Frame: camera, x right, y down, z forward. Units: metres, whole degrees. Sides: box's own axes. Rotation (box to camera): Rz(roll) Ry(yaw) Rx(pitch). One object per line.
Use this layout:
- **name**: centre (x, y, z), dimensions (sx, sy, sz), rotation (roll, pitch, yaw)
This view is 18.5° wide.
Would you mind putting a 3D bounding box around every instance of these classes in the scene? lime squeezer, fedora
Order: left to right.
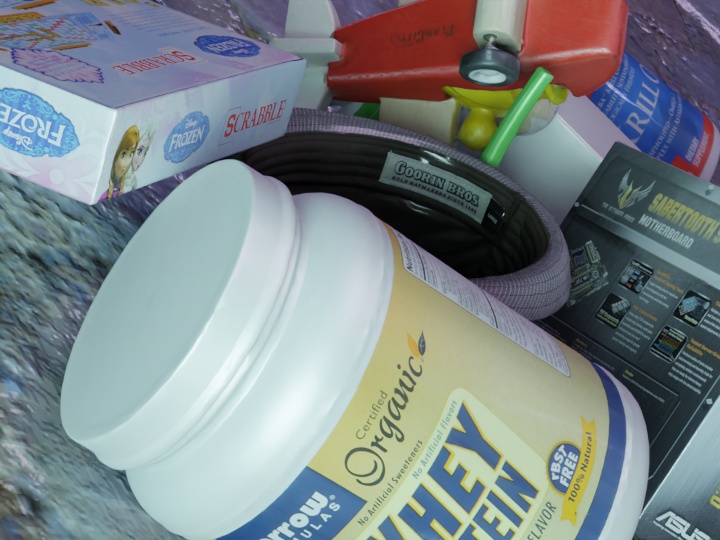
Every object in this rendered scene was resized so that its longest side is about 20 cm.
- **fedora**: centre (0.000, 0.000, 1.028), dimensions (0.199, 0.091, 0.177), rotation (-5, 36, -47)
- **lime squeezer**: centre (0.063, -0.006, 1.130), dimensions (0.070, 0.201, 0.038), rotation (-2, 30, -1)

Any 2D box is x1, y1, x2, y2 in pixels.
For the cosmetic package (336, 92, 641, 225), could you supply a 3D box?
- **cosmetic package**: centre (0.095, -0.059, 1.307), dimensions (0.200, 0.108, 0.085), rotation (44, 21, 7)

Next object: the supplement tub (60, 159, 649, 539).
- **supplement tub**: centre (-0.002, 0.059, 0.864), dimensions (0.200, 0.144, 0.145), rotation (33, 24, -24)

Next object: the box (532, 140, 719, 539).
- **box**: centre (0.141, 0.035, 1.060), dimensions (0.048, 0.159, 0.200), rotation (34, 0, -27)

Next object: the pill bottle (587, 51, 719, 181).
- **pill bottle**: centre (0.130, -0.107, 1.449), dimensions (0.200, 0.112, 0.112), rotation (35, 23, -19)

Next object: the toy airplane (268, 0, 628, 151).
- **toy airplane**: centre (0.047, -0.107, 1.207), dimensions (0.141, 0.200, 0.199), rotation (23, 23, -43)

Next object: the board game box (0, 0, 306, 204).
- **board game box**: centre (-0.149, -0.094, 0.927), dimensions (0.199, 0.041, 0.200), rotation (22, 17, 15)

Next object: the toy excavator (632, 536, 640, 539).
- **toy excavator**: centre (0.224, 0.105, 1.122), dimensions (0.200, 0.100, 0.195), rotation (33, 65, -28)
